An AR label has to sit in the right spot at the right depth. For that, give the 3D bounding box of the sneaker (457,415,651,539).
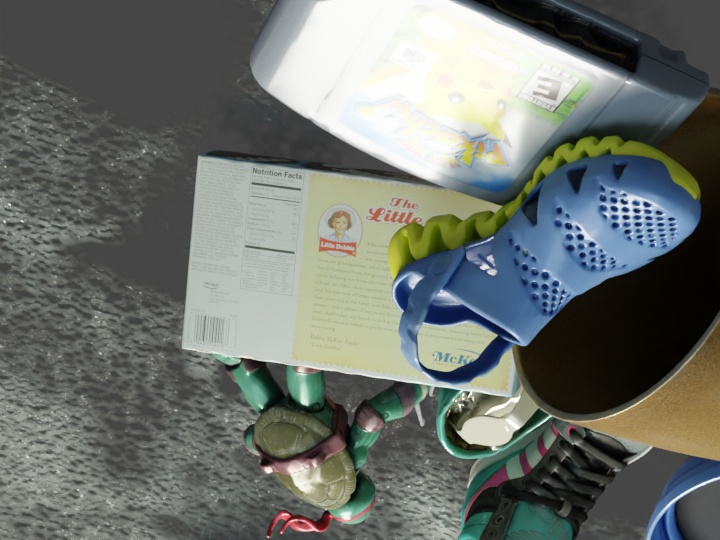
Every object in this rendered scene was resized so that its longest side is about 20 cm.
[{"bbox_3d":[0.125,0.144,1.157,0.083,0.121,0.200,30,136,-14],"label":"sneaker"}]

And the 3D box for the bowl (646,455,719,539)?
[{"bbox_3d":[0.289,0.177,1.201,0.200,0.039,0.201,9,138,8],"label":"bowl"}]

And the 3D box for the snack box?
[{"bbox_3d":[0.000,0.000,1.061,0.199,0.037,0.117,8,100,10],"label":"snack box"}]

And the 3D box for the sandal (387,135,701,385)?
[{"bbox_3d":[0.087,0.002,0.912,0.079,0.087,0.200,35,140,-24],"label":"sandal"}]

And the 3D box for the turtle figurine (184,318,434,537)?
[{"bbox_3d":[-0.027,0.093,1.174,0.149,0.101,0.200,-16,121,22],"label":"turtle figurine"}]

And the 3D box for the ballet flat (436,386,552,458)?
[{"bbox_3d":[0.115,0.063,1.111,0.067,0.071,0.200,34,135,-17],"label":"ballet flat"}]

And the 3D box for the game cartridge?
[{"bbox_3d":[0.051,-0.093,0.896,0.199,0.041,0.133,22,148,-10],"label":"game cartridge"}]

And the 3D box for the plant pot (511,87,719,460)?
[{"bbox_3d":[0.215,0.030,0.978,0.200,0.187,0.186,27,138,-26],"label":"plant pot"}]
